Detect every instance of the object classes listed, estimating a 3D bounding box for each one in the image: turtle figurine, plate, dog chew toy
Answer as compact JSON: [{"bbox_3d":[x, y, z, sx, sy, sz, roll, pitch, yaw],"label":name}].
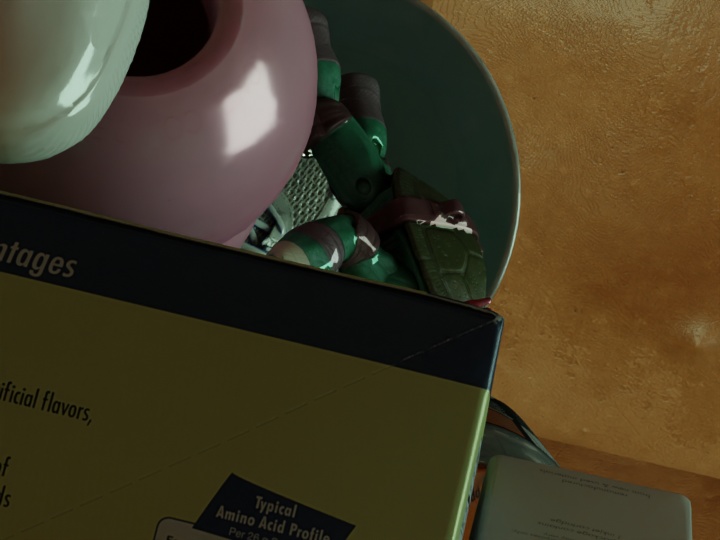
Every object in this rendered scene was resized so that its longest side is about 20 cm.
[{"bbox_3d":[0.000,0.000,0.794,0.150,0.100,0.201,81,-6,-62],"label":"turtle figurine"},{"bbox_3d":[-0.021,-0.037,0.932,0.026,0.199,0.201,0,103,-72],"label":"plate"},{"bbox_3d":[-0.083,-0.045,0.688,0.200,0.124,0.125,114,-9,-67],"label":"dog chew toy"}]

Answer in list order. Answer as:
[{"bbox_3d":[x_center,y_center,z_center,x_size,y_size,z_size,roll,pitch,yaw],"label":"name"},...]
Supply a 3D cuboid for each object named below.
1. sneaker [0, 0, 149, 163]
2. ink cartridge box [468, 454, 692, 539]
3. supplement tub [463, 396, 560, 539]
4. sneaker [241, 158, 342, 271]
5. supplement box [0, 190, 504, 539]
[{"bbox_3d":[-0.098,-0.133,0.565,0.089,0.075,0.201,80,13,-69],"label":"sneaker"},{"bbox_3d":[0.047,0.148,0.548,0.200,0.068,0.117,-66,169,-69],"label":"ink cartridge box"},{"bbox_3d":[0.034,0.117,0.853,0.200,0.122,0.123,-95,-163,-87],"label":"supplement tub"},{"bbox_3d":[-0.070,0.010,0.877,0.200,0.077,0.085,-53,171,-6],"label":"sneaker"},{"bbox_3d":[-0.077,0.095,0.570,0.134,0.199,0.201,85,19,-79],"label":"supplement box"}]
